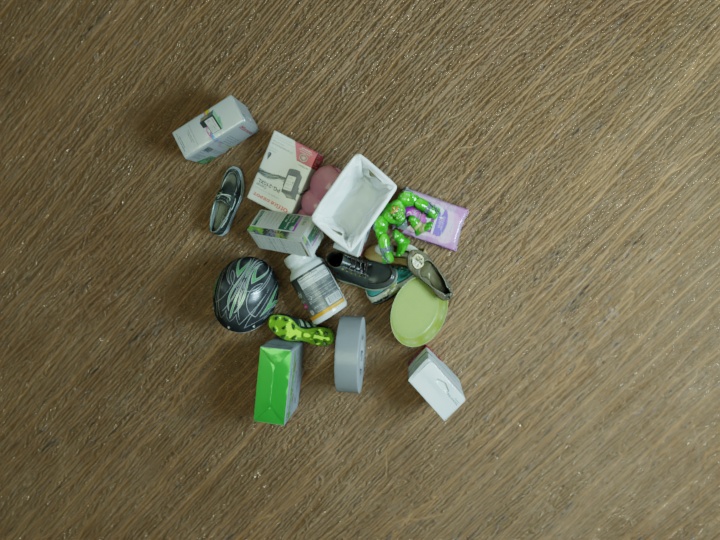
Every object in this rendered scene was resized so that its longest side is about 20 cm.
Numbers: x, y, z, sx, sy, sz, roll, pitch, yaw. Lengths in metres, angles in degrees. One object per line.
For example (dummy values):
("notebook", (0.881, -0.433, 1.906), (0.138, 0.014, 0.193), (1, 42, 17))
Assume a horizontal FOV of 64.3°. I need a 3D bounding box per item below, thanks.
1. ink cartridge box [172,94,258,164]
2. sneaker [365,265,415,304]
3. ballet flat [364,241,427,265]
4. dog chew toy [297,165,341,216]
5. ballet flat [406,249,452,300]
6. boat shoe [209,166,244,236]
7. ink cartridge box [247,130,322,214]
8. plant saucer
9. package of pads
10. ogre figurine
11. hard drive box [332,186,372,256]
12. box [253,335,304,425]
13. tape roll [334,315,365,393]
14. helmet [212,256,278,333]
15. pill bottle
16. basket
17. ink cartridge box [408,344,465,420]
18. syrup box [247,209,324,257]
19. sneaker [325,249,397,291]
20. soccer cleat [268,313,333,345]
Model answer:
("ink cartridge box", (-0.400, -0.389, 1.599), (0.196, 0.145, 0.086), (-29, 91, 7))
("sneaker", (0.101, 0.019, 1.610), (0.196, 0.078, 0.082), (-28, 77, 4))
("ballet flat", (0.099, -0.053, 1.587), (0.194, 0.070, 0.064), (10, 137, 22))
("dog chew toy", (-0.109, -0.189, 1.599), (0.123, 0.125, 0.202), (37, 105, 3))
("ballet flat", (0.191, 0.017, 1.533), (0.068, 0.046, 0.200), (-49, 123, -10))
("boat shoe", (-0.384, -0.198, 1.646), (0.070, 0.071, 0.207), (14, 94, 5))
("ink cartridge box", (-0.212, -0.264, 1.617), (0.141, 0.084, 0.205), (25, 97, 4))
("plant saucer", (0.157, 0.108, 1.585), (0.194, 0.031, 0.207), (-9, 108, -29))
("package of pads", (0.192, -0.141, 1.587), (0.194, 0.076, 0.124), (19, 93, 4))
("ogre figurine", (0.107, -0.126, 1.513), (0.199, 0.099, 0.120), (-40, 103, 17))
("hard drive box", (-0.004, -0.149, 1.568), (0.074, 0.156, 0.206), (19, 96, 3))
("box", (-0.223, 0.303, 1.608), (0.093, 0.176, 0.208), (6, 95, 5))
("tape roll", (-0.027, 0.229, 1.571), (0.064, 0.200, 0.208), (2, 94, 6))
("helmet", (-0.319, 0.065, 1.595), (0.192, 0.191, 0.208), (0, 94, 5))
("pill bottle", (-0.130, 0.037, 1.612), (0.114, 0.116, 0.204), (-29, 90, 7))
("basket", (-0.013, -0.167, 1.428), (0.134, 0.123, 0.202), (38, 97, 1))
("ink cartridge box", (0.202, 0.298, 1.550), (0.083, 0.200, 0.146), (-44, 89, 7))
("syrup box", (-0.204, -0.103, 1.565), (0.195, 0.082, 0.080), (10, 56, 32))
("sneaker", (0.000, 0.000, 1.571), (0.193, 0.106, 0.077), (4, 69, 23))
("soccer cleat", (-0.169, 0.171, 1.640), (0.193, 0.081, 0.070), (16, 93, 3))
